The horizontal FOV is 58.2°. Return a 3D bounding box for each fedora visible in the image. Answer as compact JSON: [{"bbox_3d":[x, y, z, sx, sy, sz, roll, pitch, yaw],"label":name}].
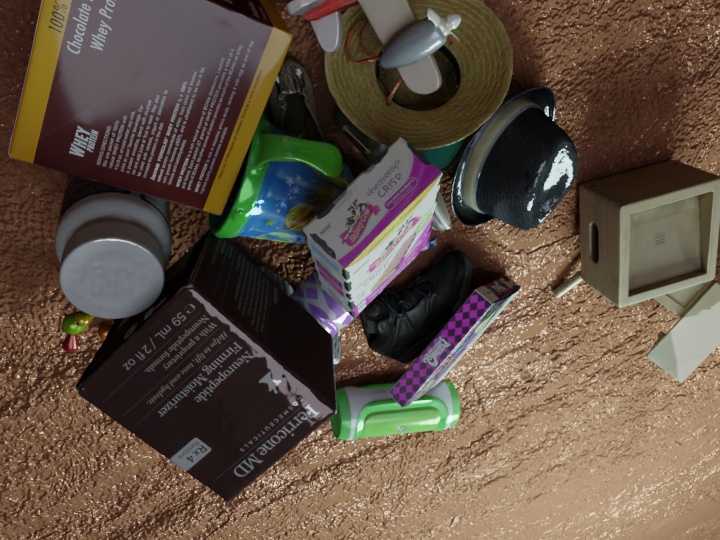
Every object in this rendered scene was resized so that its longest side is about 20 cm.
[{"bbox_3d":[0.202,-0.119,0.798,0.200,0.092,0.201,-30,144,-24],"label":"fedora"}]

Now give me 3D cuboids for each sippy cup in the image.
[{"bbox_3d":[-0.082,-0.088,0.708,0.130,0.178,0.140,15,105,-25],"label":"sippy cup"}]

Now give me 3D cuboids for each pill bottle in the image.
[{"bbox_3d":[-0.252,-0.047,0.668,0.109,0.200,0.110,-9,126,-12],"label":"pill bottle"}]

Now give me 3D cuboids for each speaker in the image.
[{"bbox_3d":[0.055,0.222,1.039,0.199,0.089,0.089,-2,125,-17],"label":"speaker"}]

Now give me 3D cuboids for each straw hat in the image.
[{"bbox_3d":[0.064,-0.207,0.708,0.201,0.201,0.085,-27,164,1],"label":"straw hat"}]

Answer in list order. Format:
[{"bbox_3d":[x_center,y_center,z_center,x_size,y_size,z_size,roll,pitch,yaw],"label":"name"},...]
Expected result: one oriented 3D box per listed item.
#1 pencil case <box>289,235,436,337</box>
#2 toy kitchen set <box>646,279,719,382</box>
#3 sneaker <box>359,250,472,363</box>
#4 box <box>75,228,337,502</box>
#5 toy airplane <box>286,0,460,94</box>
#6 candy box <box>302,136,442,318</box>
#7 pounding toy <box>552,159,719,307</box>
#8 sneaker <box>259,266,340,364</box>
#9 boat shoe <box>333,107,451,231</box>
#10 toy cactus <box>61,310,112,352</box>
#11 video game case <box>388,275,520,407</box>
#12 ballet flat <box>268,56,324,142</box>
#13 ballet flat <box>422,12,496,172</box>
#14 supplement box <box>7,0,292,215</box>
[{"bbox_3d":[0.000,0.000,0.835,0.200,0.084,0.086,-41,164,-11],"label":"pencil case"},{"bbox_3d":[0.581,0.093,1.132,0.200,0.180,0.163,38,108,7],"label":"toy kitchen set"},{"bbox_3d":[0.072,0.047,0.924,0.114,0.076,0.200,18,123,-36],"label":"sneaker"},{"bbox_3d":[-0.152,0.095,0.696,0.166,0.164,0.200,-42,110,12],"label":"box"},{"bbox_3d":[0.017,-0.294,0.615,0.199,0.141,0.200,19,103,-5],"label":"toy airplane"},{"bbox_3d":[0.016,-0.036,0.697,0.136,0.061,0.200,-45,166,-10],"label":"candy box"},{"bbox_3d":[0.395,-0.040,0.951,0.184,0.142,0.200,-15,117,-8],"label":"pounding toy"},{"bbox_3d":[-0.103,0.071,0.899,0.082,0.075,0.200,-28,126,25],"label":"sneaker"},{"bbox_3d":[0.041,-0.125,0.783,0.057,0.067,0.200,-26,111,23],"label":"boat shoe"},{"bbox_3d":[-0.270,0.040,0.803,0.199,0.102,0.165,1,114,-6],"label":"toy cactus"},{"bbox_3d":[0.142,0.099,0.945,0.200,0.036,0.181,-53,164,21],"label":"video game case"},{"bbox_3d":[-0.066,-0.148,0.755,0.067,0.046,0.200,-15,128,-7],"label":"ballet flat"},{"bbox_3d":[0.123,-0.212,0.768,0.070,0.071,0.200,-4,127,-16],"label":"ballet flat"},{"bbox_3d":[-0.203,-0.192,0.623,0.200,0.133,0.198,14,119,-27],"label":"supplement box"}]
